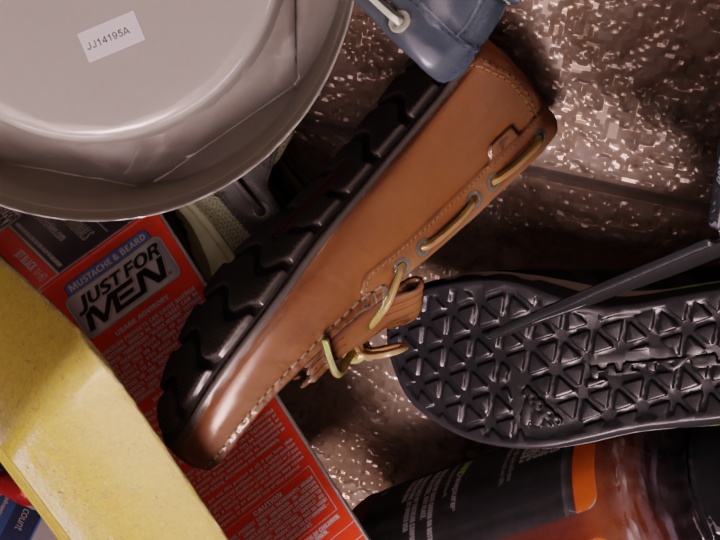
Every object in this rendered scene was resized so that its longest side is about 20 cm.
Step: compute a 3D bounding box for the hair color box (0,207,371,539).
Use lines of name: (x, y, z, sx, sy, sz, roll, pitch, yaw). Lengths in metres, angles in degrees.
hair color box: (-0.082, 0.051, 0.848, 0.064, 0.111, 0.200, -36, 118, -12)

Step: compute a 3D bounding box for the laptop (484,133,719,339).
laptop: (0.146, -0.071, 0.671, 0.103, 0.177, 0.201, 26, 123, 43)

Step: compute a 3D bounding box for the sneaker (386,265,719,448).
sneaker: (0.112, 0.034, 0.799, 0.199, 0.083, 0.072, 1, 97, 21)

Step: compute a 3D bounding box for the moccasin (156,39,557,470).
moccasin: (-0.001, 0.000, 0.760, 0.078, 0.202, 0.074, 45, 167, -22)

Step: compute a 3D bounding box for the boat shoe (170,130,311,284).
boat shoe: (-0.054, -0.052, 0.795, 0.066, 0.072, 0.201, -23, 116, 15)

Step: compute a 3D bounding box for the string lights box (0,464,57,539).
string lights box: (-0.237, 0.130, 0.965, 0.199, 0.103, 0.059, 27, 129, -5)

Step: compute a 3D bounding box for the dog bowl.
dog bowl: (-0.097, -0.120, 0.705, 0.199, 0.059, 0.201, 0, 100, 2)

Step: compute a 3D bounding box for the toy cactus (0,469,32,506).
toy cactus: (-0.238, 0.035, 0.909, 0.164, 0.102, 0.200, 1, 137, 28)

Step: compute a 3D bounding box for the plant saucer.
plant saucer: (-0.113, 0.083, 0.795, 0.200, 0.048, 0.200, 31, 155, 56)

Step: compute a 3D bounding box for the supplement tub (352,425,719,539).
supplement tub: (0.094, 0.124, 0.861, 0.199, 0.107, 0.107, -23, 118, 31)

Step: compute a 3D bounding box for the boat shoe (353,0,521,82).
boat shoe: (-0.030, -0.124, 0.605, 0.200, 0.075, 0.062, 34, 97, 25)
